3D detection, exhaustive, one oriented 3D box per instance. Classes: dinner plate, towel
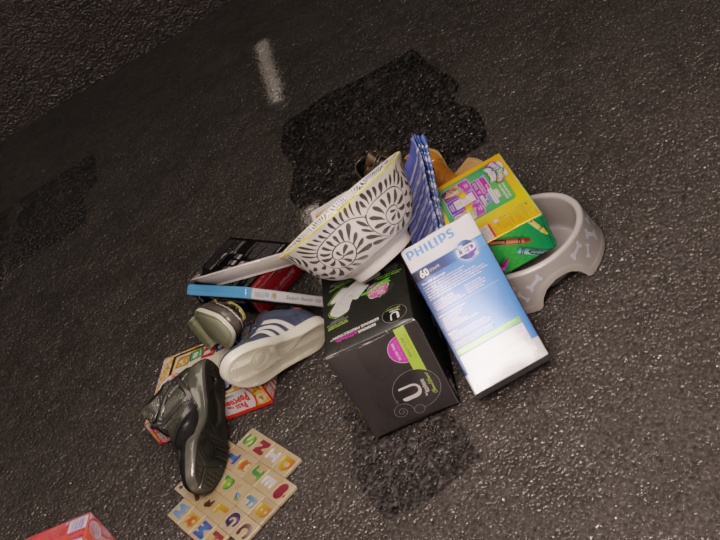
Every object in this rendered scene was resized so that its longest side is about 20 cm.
[{"bbox_3d":[-0.152,-0.006,1.578,0.197,0.025,0.200,-15,1,0],"label":"dinner plate"},{"bbox_3d":[0.085,-0.074,1.512,0.023,0.145,0.202,-3,62,-11],"label":"towel"}]

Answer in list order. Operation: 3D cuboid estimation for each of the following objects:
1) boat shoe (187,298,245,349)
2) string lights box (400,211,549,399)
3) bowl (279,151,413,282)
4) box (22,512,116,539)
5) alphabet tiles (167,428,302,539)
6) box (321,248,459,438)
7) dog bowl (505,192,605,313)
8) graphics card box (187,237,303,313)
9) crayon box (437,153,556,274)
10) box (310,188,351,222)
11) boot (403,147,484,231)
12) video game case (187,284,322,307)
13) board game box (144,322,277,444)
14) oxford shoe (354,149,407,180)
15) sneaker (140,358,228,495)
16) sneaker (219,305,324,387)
[{"bbox_3d":[-0.203,0.071,1.561,0.060,0.072,0.201,-40,8,-19],"label":"boat shoe"},{"bbox_3d":[0.140,0.043,1.312,0.102,0.059,0.202,-28,74,5],"label":"string lights box"},{"bbox_3d":[0.002,-0.049,1.336,0.200,0.094,0.201,-41,7,6],"label":"bowl"},{"bbox_3d":[-0.410,0.410,1.379,0.198,0.095,0.103,-24,31,14],"label":"box"},{"bbox_3d":[-0.169,0.289,1.417,0.166,0.006,0.199,-44,32,-19],"label":"alphabet tiles"},{"bbox_3d":[0.036,0.083,1.381,0.123,0.149,0.201,-24,30,11],"label":"box"},{"bbox_3d":[0.230,-0.029,1.454,0.198,0.059,0.201,-23,32,15],"label":"dog bowl"},{"bbox_3d":[-0.191,0.006,1.806,0.198,0.051,0.126,7,48,46],"label":"graphics card box"},{"bbox_3d":[0.175,-0.072,1.450,0.118,0.059,0.201,-29,30,6],"label":"crayon box"},{"bbox_3d":[0.005,-0.034,1.628,0.112,0.102,0.201,-29,30,6],"label":"box"},{"bbox_3d":[0.101,-0.121,1.699,0.200,0.071,0.144,10,54,51],"label":"boot"},{"bbox_3d":[-0.139,0.040,1.596,0.142,0.198,0.018,2,86,45],"label":"video game case"},{"bbox_3d":[-0.217,0.164,1.604,0.198,0.047,0.152,-21,32,18],"label":"board game box"},{"bbox_3d":[0.046,-0.149,1.676,0.073,0.084,0.199,-60,26,-11],"label":"oxford shoe"},{"bbox_3d":[-0.245,0.228,1.477,0.113,0.076,0.201,-25,50,21],"label":"sneaker"},{"bbox_3d":[-0.140,0.102,1.526,0.084,0.076,0.199,31,32,31],"label":"sneaker"}]
